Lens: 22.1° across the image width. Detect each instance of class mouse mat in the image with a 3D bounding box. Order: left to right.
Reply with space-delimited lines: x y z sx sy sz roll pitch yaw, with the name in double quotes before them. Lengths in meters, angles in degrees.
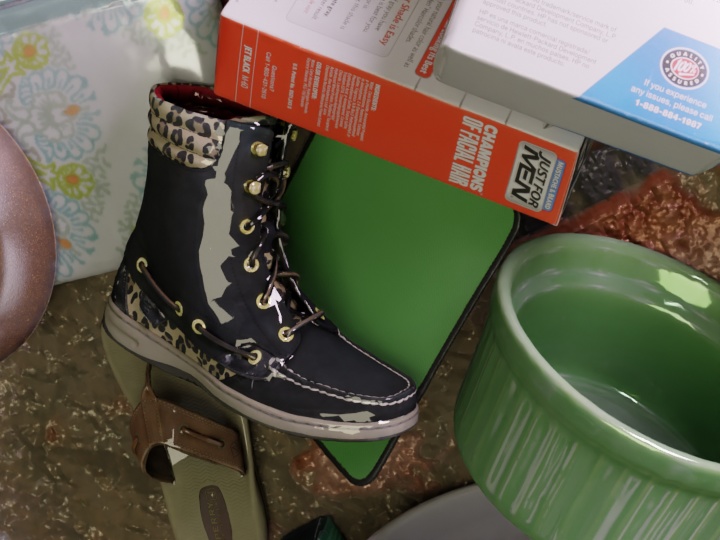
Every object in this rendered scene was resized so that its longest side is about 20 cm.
"mouse mat" 0.000 0.000 1.049 0.161 0.007 0.201 47 119 34

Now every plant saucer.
"plant saucer" -0.278 -0.020 1.092 0.198 0.032 0.202 5 113 12

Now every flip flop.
"flip flop" -0.108 0.110 1.135 0.080 0.058 0.202 -7 110 16

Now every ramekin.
"ramekin" 0.147 0.078 1.006 0.199 0.200 0.098 25 120 1

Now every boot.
"boot" -0.050 -0.005 1.009 0.202 0.073 0.155 22 114 26

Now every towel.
"towel" -0.158 -0.085 1.082 0.198 0.048 0.173 -13 110 15

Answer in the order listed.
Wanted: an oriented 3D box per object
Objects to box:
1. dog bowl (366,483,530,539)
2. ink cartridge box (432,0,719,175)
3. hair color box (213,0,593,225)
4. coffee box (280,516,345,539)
"dog bowl" 0.090 0.198 1.054 0.198 0.200 0.079 -10 111 14
"ink cartridge box" 0.136 -0.167 0.889 0.145 0.086 0.202 20 84 0
"hair color box" 0.034 -0.114 0.983 0.198 0.111 0.064 21 142 9
"coffee box" 0.006 0.265 1.137 0.044 0.123 0.201 -28 104 18
